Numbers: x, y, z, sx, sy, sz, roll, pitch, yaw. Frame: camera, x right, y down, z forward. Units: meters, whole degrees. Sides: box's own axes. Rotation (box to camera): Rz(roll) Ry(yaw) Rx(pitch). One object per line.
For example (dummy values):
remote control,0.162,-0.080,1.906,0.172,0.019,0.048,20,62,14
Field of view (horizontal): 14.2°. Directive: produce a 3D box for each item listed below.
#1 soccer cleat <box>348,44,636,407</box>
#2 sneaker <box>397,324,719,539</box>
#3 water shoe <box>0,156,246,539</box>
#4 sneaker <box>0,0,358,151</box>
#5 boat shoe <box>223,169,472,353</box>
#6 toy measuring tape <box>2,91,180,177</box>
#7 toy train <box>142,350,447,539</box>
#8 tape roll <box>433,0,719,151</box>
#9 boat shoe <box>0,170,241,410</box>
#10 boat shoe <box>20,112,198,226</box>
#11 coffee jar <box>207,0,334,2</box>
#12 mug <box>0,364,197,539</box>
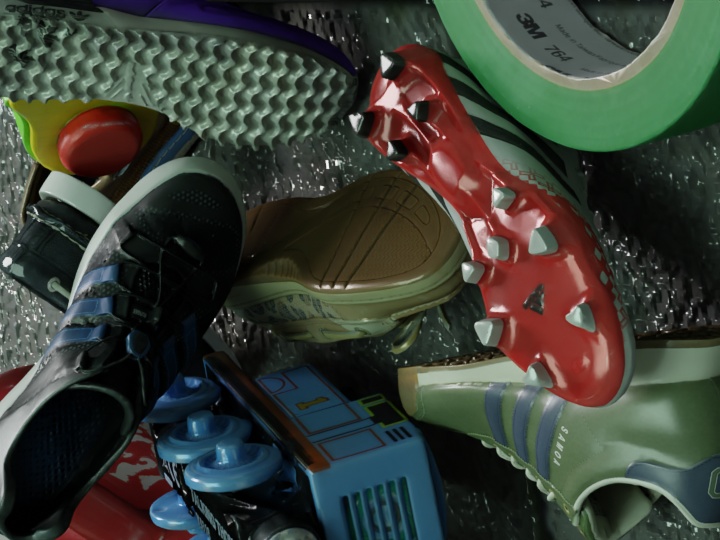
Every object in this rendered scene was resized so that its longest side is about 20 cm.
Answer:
soccer cleat,0.072,-0.023,1.229,0.200,0.085,0.069,55,129,34
sneaker,0.091,0.077,1.263,0.200,0.067,0.090,-8,92,51
water shoe,-0.109,0.042,1.348,0.200,0.071,0.079,-58,23,0
sneaker,-0.096,-0.124,1.369,0.070,0.200,0.100,116,160,-46
boat shoe,0.000,0.000,1.368,0.063,0.073,0.200,44,159,-24
toy measuring tape,-0.169,-0.077,1.397,0.074,0.200,0.074,174,90,-66
toy train,-0.037,0.096,1.374,0.200,0.114,0.087,-141,39,-67
tape roll,0.100,-0.151,1.181,0.200,0.048,0.201,25,123,46
boat shoe,-0.123,0.025,1.454,0.076,0.060,0.200,25,162,38
boat shoe,-0.125,-0.084,1.487,0.072,0.072,0.200,50,138,30
coffee jar,-0.034,-0.219,1.292,0.104,0.085,0.200,2,106,24
mug,-0.139,0.144,1.519,0.200,0.177,0.134,23,106,42
